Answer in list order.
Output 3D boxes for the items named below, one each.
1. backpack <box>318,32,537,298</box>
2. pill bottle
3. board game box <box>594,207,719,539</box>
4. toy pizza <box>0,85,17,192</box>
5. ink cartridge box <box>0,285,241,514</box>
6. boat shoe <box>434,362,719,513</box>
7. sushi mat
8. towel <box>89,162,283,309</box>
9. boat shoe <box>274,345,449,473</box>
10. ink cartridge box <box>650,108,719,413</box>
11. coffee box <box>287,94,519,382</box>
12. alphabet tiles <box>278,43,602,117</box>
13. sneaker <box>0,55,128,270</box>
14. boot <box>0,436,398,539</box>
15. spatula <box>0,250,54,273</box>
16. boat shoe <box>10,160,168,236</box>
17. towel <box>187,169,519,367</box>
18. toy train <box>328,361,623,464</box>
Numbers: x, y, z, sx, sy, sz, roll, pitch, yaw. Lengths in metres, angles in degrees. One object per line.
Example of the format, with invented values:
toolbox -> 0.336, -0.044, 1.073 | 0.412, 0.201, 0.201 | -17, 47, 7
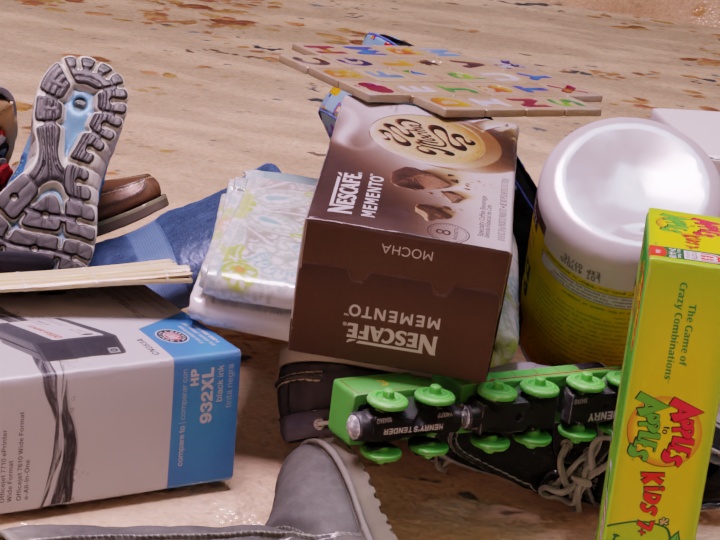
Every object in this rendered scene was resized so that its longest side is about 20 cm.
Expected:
backpack -> 0.043, -0.069, 1.367 | 0.134, 0.200, 0.183 | -40, 32, -5
pill bottle -> 0.152, 0.008, 1.125 | 0.108, 0.201, 0.110 | 1, 55, -1
board game box -> 0.159, 0.079, 0.975 | 0.047, 0.202, 0.102 | 8, 17, 6
toy pizza -> -0.287, -0.034, 1.221 | 0.032, 0.201, 0.200 | 36, 23, 8
ink cartridge box -> -0.190, 0.071, 1.071 | 0.199, 0.085, 0.145 | -5, 20, -32
boat shoe -> 0.133, 0.109, 1.095 | 0.198, 0.074, 0.068 | 13, 26, -15
sushi mat -> -0.201, 0.006, 1.106 | 0.198, 0.012, 0.096 | -4, 3, -15
towel -> -0.129, -0.008, 1.283 | 0.199, 0.049, 0.112 | -22, 23, -5
boat shoe -> 0.040, 0.096, 1.150 | 0.198, 0.063, 0.073 | 13, -20, -18
ink cartridge box -> 0.236, 0.004, 1.247 | 0.083, 0.202, 0.146 | 4, 17, -8
coffee box -> 0.028, -0.024, 1.058 | 0.112, 0.080, 0.200 | 10, 25, 2
alphabet tiles -> 0.054, -0.125, 1.209 | 0.199, 0.006, 0.166 | -4, 22, -37
sneaker -> -0.210, -0.041, 1.266 | 0.078, 0.201, 0.090 | 22, -19, -5
boot -> -0.087, 0.142, 0.931 | 0.198, 0.073, 0.182 | -6, 18, -15
spatula -> -0.260, -0.012, 1.129 | 0.199, 0.056, 0.021 | 15, 41, -52
boat shoe -> -0.239, -0.048, 1.346 | 0.198, 0.069, 0.072 | -13, 6, 12
towel -> 0.000, 0.000, 1.150 | 0.198, 0.049, 0.172 | 9, 26, 1
toy train -> 0.072, 0.073, 1.019 | 0.198, 0.042, 0.056 | -3, 19, -32
